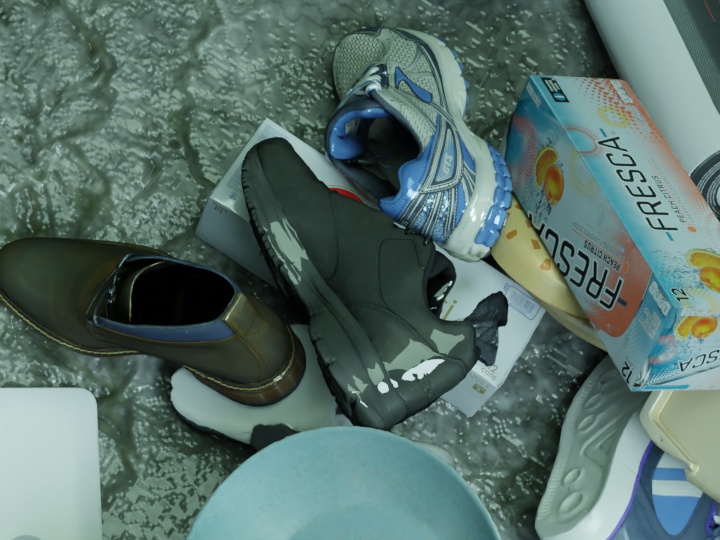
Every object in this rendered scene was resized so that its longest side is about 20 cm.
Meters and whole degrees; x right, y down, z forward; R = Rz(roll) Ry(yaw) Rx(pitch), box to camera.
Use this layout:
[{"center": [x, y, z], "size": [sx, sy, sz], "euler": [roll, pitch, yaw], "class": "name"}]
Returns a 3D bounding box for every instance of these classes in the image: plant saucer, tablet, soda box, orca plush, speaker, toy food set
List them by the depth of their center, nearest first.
[{"center": [-0.005, 0.182, 1.325], "size": [0.201, 0.039, 0.201], "euler": [-5, 78, 26], "class": "plant saucer"}, {"center": [0.147, -0.022, 1.404], "size": [0.068, 0.064, 0.200], "euler": [1, 40, -27], "class": "soda box"}, {"center": [-0.206, 0.162, 1.417], "size": [0.130, 0.014, 0.200], "euler": [0, 72, -13], "class": "tablet"}, {"center": [-0.005, 0.060, 1.449], "size": [0.200, 0.071, 0.105], "euler": [-25, 59, 13], "class": "orca plush"}, {"center": [0.005, -0.001, 1.491], "size": [0.200, 0.068, 0.064], "euler": [34, 68, 1], "class": "soda box"}, {"center": [0.169, -0.017, 1.503], "size": [0.200, 0.049, 0.198], "euler": [22, 36, 0], "class": "toy food set"}, {"center": [0.197, -0.113, 1.525], "size": [0.081, 0.081, 0.200], "euler": [-3, 44, -14], "class": "speaker"}]

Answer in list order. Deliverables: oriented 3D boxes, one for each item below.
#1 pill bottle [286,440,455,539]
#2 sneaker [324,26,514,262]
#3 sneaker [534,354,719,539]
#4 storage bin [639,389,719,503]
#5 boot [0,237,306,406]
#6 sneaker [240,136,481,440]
[{"center": [0.014, 0.202, 1.397], "size": [0.113, 0.113, 0.200], "euler": [-7, 73, -15], "class": "pill bottle"}, {"center": [0.017, -0.088, 1.474], "size": [0.085, 0.077, 0.200], "euler": [15, 27, -32], "class": "sneaker"}, {"center": [0.185, 0.137, 1.492], "size": [0.146, 0.081, 0.200], "euler": [48, 45, -19], "class": "sneaker"}, {"center": [0.286, 0.062, 1.438], "size": [0.200, 0.094, 0.199], "euler": [29, 93, -40], "class": "storage bin"}, {"center": [-0.129, 0.008, 1.414], "size": [0.200, 0.097, 0.075], "euler": [17, 71, 20], "class": "boot"}, {"center": [0.000, 0.000, 1.389], "size": [0.091, 0.076, 0.200], "euler": [-27, 58, -3], "class": "sneaker"}]
